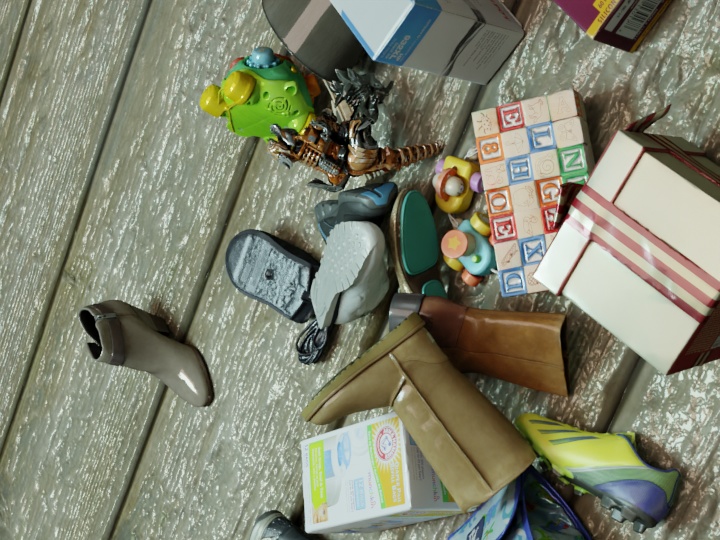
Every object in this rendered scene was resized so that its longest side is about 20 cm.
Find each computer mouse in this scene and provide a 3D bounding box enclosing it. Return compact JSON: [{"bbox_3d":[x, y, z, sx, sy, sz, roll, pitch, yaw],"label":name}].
[{"bbox_3d":[-0.095,0.019,1.587,0.199,0.052,0.140,35,109,25],"label":"computer mouse"}]

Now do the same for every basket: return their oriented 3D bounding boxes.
[{"bbox_3d":[-0.009,-0.360,1.476,0.200,0.135,0.182,-46,39,26],"label":"basket"}]

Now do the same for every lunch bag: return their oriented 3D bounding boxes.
[{"bbox_3d":[0.164,0.331,1.282,0.171,0.126,0.201,-53,37,28],"label":"lunch bag"}]

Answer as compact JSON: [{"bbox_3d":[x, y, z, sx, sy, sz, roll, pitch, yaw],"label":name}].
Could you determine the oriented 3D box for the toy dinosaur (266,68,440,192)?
[{"bbox_3d":[-0.010,-0.159,1.436,0.102,0.198,0.138,-2,82,59],"label":"toy dinosaur"}]

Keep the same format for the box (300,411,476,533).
[{"bbox_3d":[0.029,0.235,1.392,0.199,0.100,0.114,-24,64,48],"label":"box"}]

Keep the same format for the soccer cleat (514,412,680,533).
[{"bbox_3d":[0.247,0.195,1.261,0.084,0.065,0.199,-51,46,-9],"label":"soccer cleat"}]

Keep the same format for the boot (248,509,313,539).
[{"bbox_3d":[-0.084,0.426,1.530,0.152,0.073,0.207,16,99,39],"label":"boot"}]

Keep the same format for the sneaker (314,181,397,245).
[{"bbox_3d":[0.002,-0.057,1.459,0.200,0.072,0.083,160,99,-73],"label":"sneaker"}]

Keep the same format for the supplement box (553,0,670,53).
[{"bbox_3d":[0.238,-0.339,1.275,0.111,0.085,0.201,-54,55,26],"label":"supplement box"}]

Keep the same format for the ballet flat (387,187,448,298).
[{"bbox_3d":[0.061,0.006,1.404,0.065,0.070,0.203,-6,98,51],"label":"ballet flat"}]

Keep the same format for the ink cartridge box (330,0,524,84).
[{"bbox_3d":[0.068,-0.297,1.354,0.084,0.198,0.146,-52,56,29],"label":"ink cartridge box"}]

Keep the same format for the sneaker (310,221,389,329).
[{"bbox_3d":[0.000,0.000,1.426,0.200,0.079,0.077,121,141,-59],"label":"sneaker"}]

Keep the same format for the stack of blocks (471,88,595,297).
[{"bbox_3d":[0.195,-0.080,1.290,0.114,0.058,0.203,-10,86,20],"label":"stack of blocks"}]

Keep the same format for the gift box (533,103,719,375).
[{"bbox_3d":[0.297,-0.038,1.147,0.186,0.184,0.202,38,109,27],"label":"gift box"}]

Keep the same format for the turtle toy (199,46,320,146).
[{"bbox_3d":[-0.130,-0.229,1.584,0.199,0.145,0.102,-8,58,58],"label":"turtle toy"}]

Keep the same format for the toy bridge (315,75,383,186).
[{"bbox_3d":[-0.020,-0.198,1.517,0.027,0.067,0.202,-21,68,-4],"label":"toy bridge"}]

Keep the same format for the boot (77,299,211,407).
[{"bbox_3d":[-0.313,0.119,1.710,0.200,0.145,0.071,47,115,33],"label":"boot"}]

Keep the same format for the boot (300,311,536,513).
[{"bbox_3d":[0.058,0.170,1.265,0.175,0.066,0.201,-38,86,7],"label":"boot"}]

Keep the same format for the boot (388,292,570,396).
[{"bbox_3d":[0.136,0.108,1.339,0.197,0.069,0.191,8,124,17],"label":"boot"}]

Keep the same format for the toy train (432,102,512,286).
[{"bbox_3d":[0.140,-0.084,1.370,0.149,0.055,0.203,-10,80,42],"label":"toy train"}]
